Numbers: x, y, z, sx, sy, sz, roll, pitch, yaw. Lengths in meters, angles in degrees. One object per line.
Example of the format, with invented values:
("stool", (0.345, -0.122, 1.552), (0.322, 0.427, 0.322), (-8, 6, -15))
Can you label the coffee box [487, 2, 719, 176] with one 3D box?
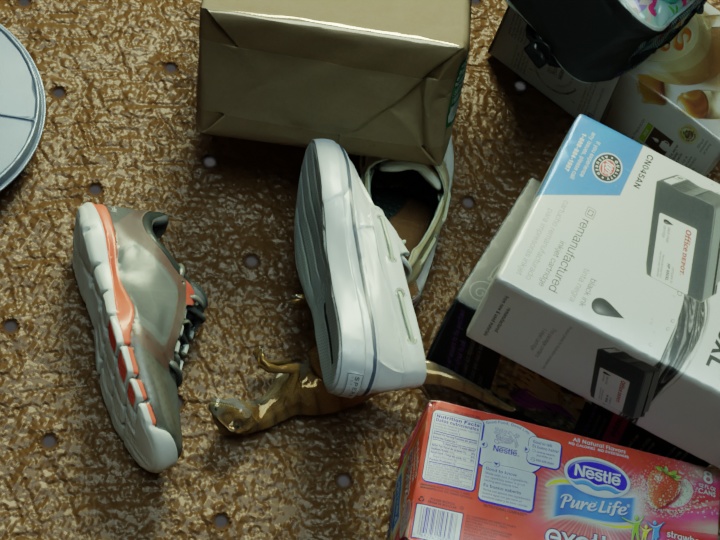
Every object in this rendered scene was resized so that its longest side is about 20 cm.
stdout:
("coffee box", (0.218, -0.167, 1.201), (0.200, 0.080, 0.114), (38, 58, 10))

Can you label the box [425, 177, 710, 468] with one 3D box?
("box", (0.164, 0.051, 1.049), (0.200, 0.106, 0.122), (31, 60, 6))

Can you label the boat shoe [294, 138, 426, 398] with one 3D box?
("boat shoe", (0.000, 0.000, 1.010), (0.067, 0.074, 0.201), (5, 55, -18))

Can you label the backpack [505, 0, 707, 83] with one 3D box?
("backpack", (0.186, -0.249, 1.101), (0.178, 0.151, 0.200), (51, 39, 3))

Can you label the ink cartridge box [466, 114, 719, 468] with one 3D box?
("ink cartridge box", (0.190, 0.015, 0.964), (0.200, 0.084, 0.145), (27, 60, 4))

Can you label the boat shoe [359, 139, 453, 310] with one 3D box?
("boat shoe", (0.036, -0.062, 1.109), (0.074, 0.068, 0.201), (9, 59, -7))

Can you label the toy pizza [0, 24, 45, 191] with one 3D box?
("toy pizza", (-0.325, -0.114, 1.085), (0.199, 0.032, 0.201), (6, 59, -10))

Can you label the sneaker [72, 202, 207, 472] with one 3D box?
("sneaker", (-0.135, 0.036, 1.017), (0.082, 0.077, 0.201), (-7, 63, -23))

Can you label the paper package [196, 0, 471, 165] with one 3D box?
("paper package", (-0.016, -0.184, 1.108), (0.190, 0.104, 0.200), (8, 39, 0))

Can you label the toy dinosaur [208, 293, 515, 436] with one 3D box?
("toy dinosaur", (-0.006, 0.068, 1.043), (0.199, 0.060, 0.107), (-11, 76, -6))

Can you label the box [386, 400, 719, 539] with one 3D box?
("box", (0.121, 0.166, 0.981), (0.199, 0.096, 0.100), (14, 59, -4))
